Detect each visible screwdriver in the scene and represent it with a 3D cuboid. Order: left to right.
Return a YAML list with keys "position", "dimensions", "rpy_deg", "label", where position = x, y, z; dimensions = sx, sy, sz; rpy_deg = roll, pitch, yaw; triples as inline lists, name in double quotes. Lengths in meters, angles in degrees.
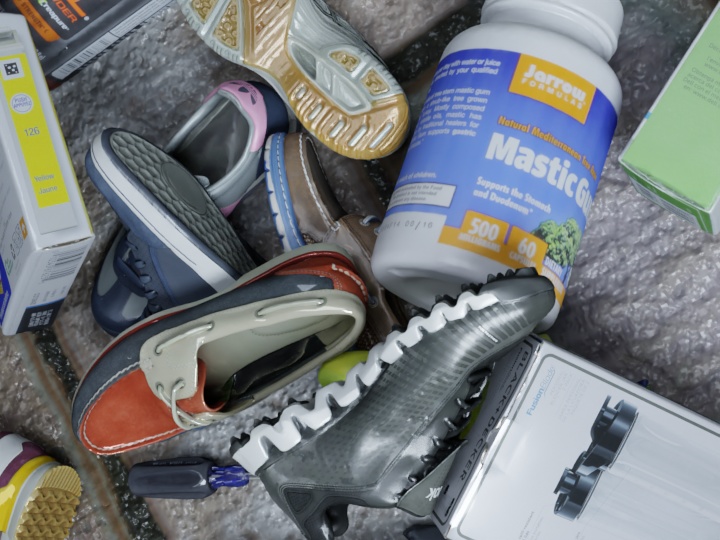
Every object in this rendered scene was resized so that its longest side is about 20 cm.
- position: [-0.057, 0.133, 0.829]
  dimensions: [0.200, 0.029, 0.028]
  rpy_deg: [-4, 83, 14]
  label: "screwdriver"

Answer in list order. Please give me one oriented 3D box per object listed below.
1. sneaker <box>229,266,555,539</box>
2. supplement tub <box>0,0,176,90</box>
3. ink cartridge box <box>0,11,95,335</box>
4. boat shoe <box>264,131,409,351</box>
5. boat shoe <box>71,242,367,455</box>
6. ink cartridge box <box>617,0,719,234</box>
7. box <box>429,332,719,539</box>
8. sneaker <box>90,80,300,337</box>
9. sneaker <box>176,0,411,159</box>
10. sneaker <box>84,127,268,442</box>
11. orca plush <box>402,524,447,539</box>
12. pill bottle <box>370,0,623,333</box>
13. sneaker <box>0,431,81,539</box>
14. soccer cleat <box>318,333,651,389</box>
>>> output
- position: [0.029, 0.077, 0.667]
  dimensions: [0.200, 0.066, 0.091]
  rpy_deg: [-35, 79, 19]
  label: "sneaker"
- position: [-0.167, -0.214, 0.856]
  dimensions: [0.200, 0.107, 0.107]
  rpy_deg: [-33, 75, 12]
  label: "supplement tub"
- position: [-0.230, -0.077, 0.827]
  dimensions: [0.047, 0.198, 0.200]
  rpy_deg: [-12, 78, -22]
  label: "ink cartridge box"
- position: [0.000, 0.000, 0.804]
  dimensions: [0.072, 0.072, 0.200]
  rpy_deg: [-21, 88, 10]
  label: "boat shoe"
- position: [-0.084, 0.055, 0.738]
  dimensions: [0.200, 0.071, 0.063]
  rpy_deg: [-30, 34, 11]
  label: "boat shoe"
- position: [0.227, -0.122, 0.720]
  dimensions: [0.059, 0.104, 0.200]
  rpy_deg: [33, 95, 17]
  label: "ink cartridge box"
- position: [0.148, 0.122, 0.695]
  dimensions: [0.200, 0.060, 0.117]
  rpy_deg: [24, 94, -12]
  label: "box"
- position: [-0.123, -0.042, 0.836]
  dimensions: [0.070, 0.082, 0.200]
  rpy_deg: [36, 96, 17]
  label: "sneaker"
- position: [-0.046, -0.147, 0.809]
  dimensions: [0.076, 0.088, 0.200]
  rpy_deg: [-39, 89, 9]
  label: "sneaker"
- position: [-0.134, 0.020, 0.793]
  dimensions: [0.146, 0.077, 0.202]
  rpy_deg: [-32, 118, 16]
  label: "sneaker"
- position: [0.014, 0.217, 0.769]
  dimensions: [0.200, 0.105, 0.071]
  rpy_deg: [-13, 121, -7]
  label: "orca plush"
- position: [0.088, -0.073, 0.747]
  dimensions: [0.112, 0.112, 0.200]
  rpy_deg: [14, 75, 19]
  label: "pill bottle"
- position: [-0.266, 0.206, 0.867]
  dimensions: [0.090, 0.075, 0.200]
  rpy_deg: [24, 86, 27]
  label: "sneaker"
- position: [0.075, 0.072, 0.749]
  dimensions: [0.200, 0.065, 0.084]
  rpy_deg: [16, 78, -4]
  label: "soccer cleat"
